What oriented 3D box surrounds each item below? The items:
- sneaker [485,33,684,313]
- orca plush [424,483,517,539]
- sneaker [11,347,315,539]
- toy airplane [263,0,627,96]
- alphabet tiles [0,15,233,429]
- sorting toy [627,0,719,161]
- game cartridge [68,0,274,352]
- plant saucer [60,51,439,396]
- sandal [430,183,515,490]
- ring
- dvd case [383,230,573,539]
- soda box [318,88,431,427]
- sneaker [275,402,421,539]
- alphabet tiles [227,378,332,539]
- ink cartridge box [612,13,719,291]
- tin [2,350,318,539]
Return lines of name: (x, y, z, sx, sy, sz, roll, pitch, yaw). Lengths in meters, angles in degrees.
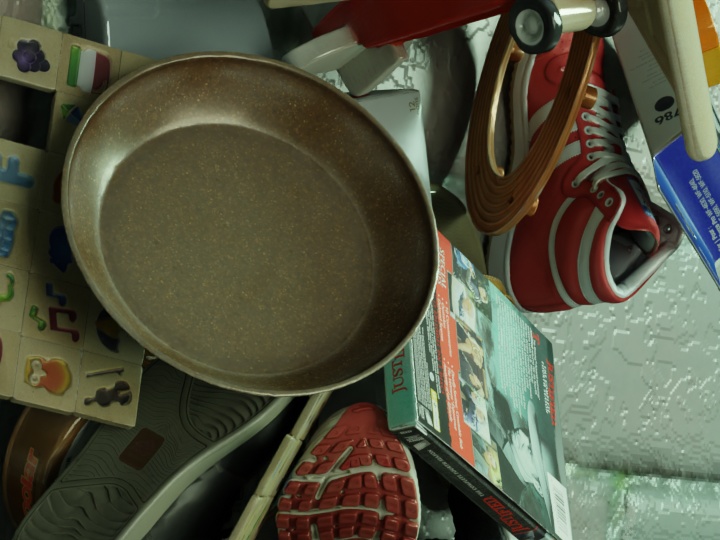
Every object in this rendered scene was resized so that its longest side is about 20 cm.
sneaker: (0.145, -0.071, 1.765, 0.071, 0.112, 0.201, 18, 77, -44)
orca plush: (0.065, 0.166, 1.708, 0.200, 0.071, 0.106, 67, 15, -49)
sneaker: (-0.092, 0.115, 1.495, 0.200, 0.075, 0.106, -43, 144, -20)
toy airplane: (0.037, -0.175, 1.558, 0.198, 0.200, 0.142, -14, 94, -3)
alphabet tiles: (-0.149, -0.025, 1.473, 0.167, 0.008, 0.201, 15, 67, -24)
sorting toy: (0.160, -0.188, 1.615, 0.185, 0.036, 0.200, 72, 1, -46)
game cartridge: (-0.096, -0.053, 1.575, 0.133, 0.041, 0.201, -5, 94, -41)
plant saucer: (-0.059, -0.018, 1.475, 0.200, 0.037, 0.201, 10, 58, -16)
sandal: (0.065, 0.042, 1.724, 0.080, 0.054, 0.201, -27, 110, -41)
ring: (0.105, -0.115, 1.675, 0.019, 0.200, 0.201, 15, 78, -15)
dvd case: (0.064, 0.063, 1.616, 0.200, 0.022, 0.147, 41, 37, -50)
soda box: (0.000, 0.000, 1.649, 0.064, 0.068, 0.201, -12, 99, -44)
sneaker: (-0.006, 0.133, 1.601, 0.200, 0.077, 0.082, 97, 0, -52)
alphabet tiles: (-0.065, 0.145, 1.500, 0.006, 0.166, 0.201, 29, 86, 3)
ink cartridge box: (0.198, -0.087, 1.789, 0.100, 0.039, 0.200, 55, 17, -38)
tin: (-0.101, 0.096, 1.546, 0.200, 0.042, 0.112, -11, 119, -44)
